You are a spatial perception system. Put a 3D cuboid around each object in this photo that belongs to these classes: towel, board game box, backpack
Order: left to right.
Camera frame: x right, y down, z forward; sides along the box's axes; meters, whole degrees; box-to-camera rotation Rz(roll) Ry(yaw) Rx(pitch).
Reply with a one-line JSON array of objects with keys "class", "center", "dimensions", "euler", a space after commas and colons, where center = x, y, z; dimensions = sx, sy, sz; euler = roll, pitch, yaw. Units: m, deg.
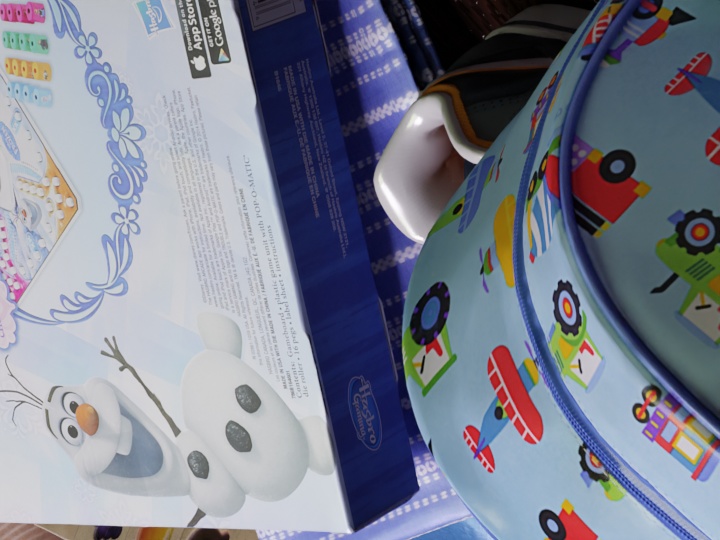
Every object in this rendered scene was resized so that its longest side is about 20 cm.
[{"class": "board game box", "center": [-0.088, -0.017, 0.910], "dimensions": [0.199, 0.043, 0.201], "euler": [-3, 105, 38]}, {"class": "towel", "center": [-0.017, -0.008, 0.895], "dimensions": [0.145, 0.024, 0.201], "euler": [-24, 89, 40]}, {"class": "backpack", "center": [0.114, -0.010, 0.559], "dimensions": [0.183, 0.200, 0.135], "euler": [45, 156, 15]}]

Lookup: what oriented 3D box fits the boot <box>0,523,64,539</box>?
[{"class": "boot", "center": [-0.139, 0.067, 1.300], "dimensions": [0.155, 0.074, 0.200], "euler": [65, -175, 15]}]

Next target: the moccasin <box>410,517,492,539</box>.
[{"class": "moccasin", "center": [0.043, 0.096, 1.018], "dimensions": [0.080, 0.068, 0.200], "euler": [45, 158, -6]}]

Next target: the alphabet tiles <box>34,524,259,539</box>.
[{"class": "alphabet tiles", "center": [-0.054, 0.073, 1.059], "dimensions": [0.006, 0.167, 0.200], "euler": [25, 174, -36]}]

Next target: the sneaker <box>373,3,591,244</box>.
[{"class": "sneaker", "center": [0.081, -0.026, 0.752], "dimensions": [0.200, 0.079, 0.079], "euler": [4, 128, 58]}]
